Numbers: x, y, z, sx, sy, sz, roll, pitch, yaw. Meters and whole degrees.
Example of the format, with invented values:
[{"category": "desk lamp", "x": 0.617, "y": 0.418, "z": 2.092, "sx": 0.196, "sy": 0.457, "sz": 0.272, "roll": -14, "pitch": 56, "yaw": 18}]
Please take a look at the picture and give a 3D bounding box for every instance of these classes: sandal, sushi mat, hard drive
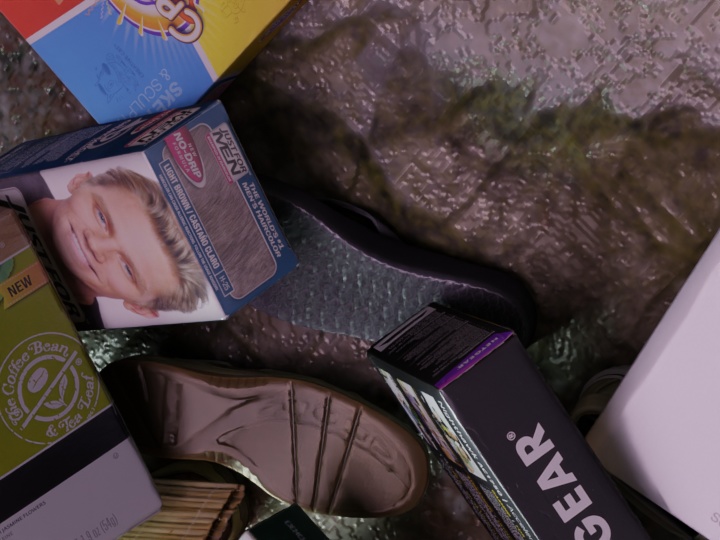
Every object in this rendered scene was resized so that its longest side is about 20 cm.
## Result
[{"category": "sandal", "x": 0.000, "y": 0.001, "z": 1.230, "sx": 0.200, "sy": 0.043, "sz": 0.076, "roll": 24, "pitch": 125, "yaw": 8}, {"category": "sushi mat", "x": -0.152, "y": 0.156, "z": 1.293, "sx": 0.200, "sy": 0.096, "sz": 0.012, "roll": -2, "pitch": 141, "yaw": 46}, {"category": "hard drive", "x": 0.214, "y": 0.041, "z": 1.098, "sx": 0.132, "sy": 0.027, "sz": 0.200, "roll": 34, "pitch": 102, "yaw": 13}]

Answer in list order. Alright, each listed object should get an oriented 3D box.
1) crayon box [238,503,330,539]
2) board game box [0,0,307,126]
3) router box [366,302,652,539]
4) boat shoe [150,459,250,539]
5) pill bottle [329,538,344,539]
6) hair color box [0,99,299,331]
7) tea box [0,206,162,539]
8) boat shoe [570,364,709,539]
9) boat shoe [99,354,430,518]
[{"category": "crayon box", "x": -0.054, "y": 0.236, "z": 1.200, "sx": 0.126, "sy": 0.052, "sz": 0.200, "roll": 46, "pitch": 122, "yaw": 14}, {"category": "board game box", "x": -0.103, "y": -0.176, "z": 1.212, "sx": 0.153, "sy": 0.040, "sz": 0.200, "roll": 48, "pitch": 122, "yaw": 4}, {"category": "router box", "x": 0.091, "y": 0.116, "z": 1.142, "sx": 0.051, "sy": 0.149, "sz": 0.200, "roll": -36, "pitch": 102, "yaw": -8}, {"category": "boat shoe", "x": -0.158, "y": 0.170, "z": 1.352, "sx": 0.200, "sy": 0.068, "sz": 0.072, "roll": -28, "pitch": 94, "yaw": 32}, {"category": "pill bottle", "x": -0.035, "y": 0.260, "z": 1.295, "sx": 0.112, "sy": 0.112, "sz": 0.200, "roll": 34, "pitch": 120, "yaw": 13}, {"category": "hair color box", "x": -0.131, "y": -0.025, "z": 1.227, "sx": 0.200, "sy": 0.061, "sz": 0.100, "roll": -7, "pitch": 114, "yaw": 51}, {"category": "tea box", "x": -0.250, "y": 0.091, "z": 1.229, "sx": 0.134, "sy": 0.200, "sz": 0.197, "roll": 11, "pitch": 131, "yaw": 59}, {"category": "boat shoe", "x": 0.189, "y": 0.125, "z": 1.158, "sx": 0.200, "sy": 0.062, "sz": 0.072, "roll": 33, "pitch": 120, "yaw": 13}, {"category": "boat shoe", "x": -0.051, "y": 0.088, "z": 1.281, "sx": 0.200, "sy": 0.063, "sz": 0.073, "roll": 10, "pitch": 100, "yaw": 17}]
